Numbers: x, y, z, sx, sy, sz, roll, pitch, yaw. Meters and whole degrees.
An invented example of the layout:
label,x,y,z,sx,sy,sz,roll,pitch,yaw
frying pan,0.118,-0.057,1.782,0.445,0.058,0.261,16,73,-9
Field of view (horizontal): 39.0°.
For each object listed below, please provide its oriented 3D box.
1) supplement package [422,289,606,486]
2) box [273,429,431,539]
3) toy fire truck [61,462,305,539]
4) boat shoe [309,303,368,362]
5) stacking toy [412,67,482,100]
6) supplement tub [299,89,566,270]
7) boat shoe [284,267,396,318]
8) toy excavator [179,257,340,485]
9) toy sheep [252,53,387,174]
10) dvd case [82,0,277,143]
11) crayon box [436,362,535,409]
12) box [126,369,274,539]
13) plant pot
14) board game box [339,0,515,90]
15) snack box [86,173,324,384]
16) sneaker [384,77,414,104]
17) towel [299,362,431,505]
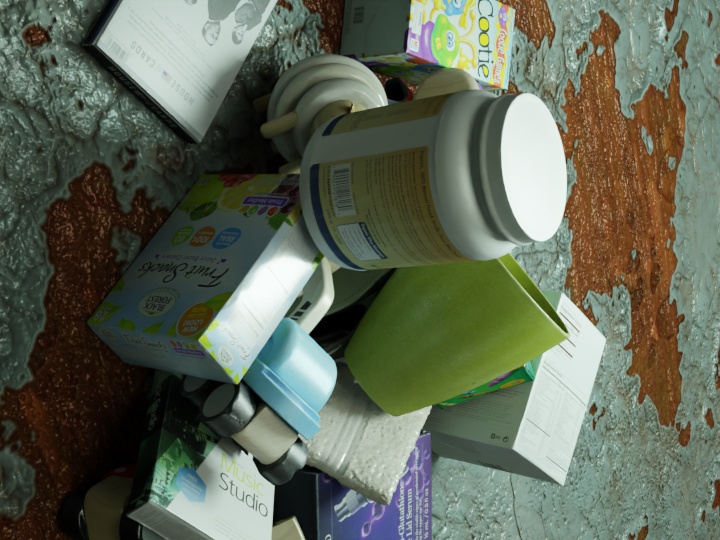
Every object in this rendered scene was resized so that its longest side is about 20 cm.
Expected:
label,x,y,z,sx,sy,sz,roll,pitch,yaw
supplement package,0.174,0.138,1.281,0.147,0.191,0.200,39,66,-45
box,-0.018,0.263,1.142,0.200,0.104,0.148,-11,102,-48
toy fire truck,-0.161,0.262,0.981,0.200,0.128,0.177,-26,112,-57
boat shoe,-0.056,0.080,1.105,0.200,0.067,0.057,-18,124,-54
stacking toy,0.143,-0.173,1.220,0.200,0.085,0.086,16,81,-57
supplement tub,0.063,-0.077,0.880,0.144,0.200,0.145,8,80,-54
boat shoe,0.000,0.000,1.130,0.201,0.072,0.061,-34,158,-6
toy excavator,-0.068,0.072,0.953,0.200,0.194,0.100,-45,119,-8
toy sheep,-0.037,-0.160,1.045,0.137,0.200,0.138,-6,120,-10
dvd case,-0.166,-0.248,0.986,0.150,0.025,0.200,44,62,-42
crayon box,0.121,0.050,1.201,0.058,0.118,0.200,46,28,-59
box,-0.140,0.176,0.950,0.144,0.036,0.200,42,26,-29
plant pot,0.087,0.059,1.084,0.200,0.187,0.187,-41,134,11
board game box,0.083,-0.282,1.205,0.200,0.103,0.105,6,90,-48
snack box,-0.131,0.000,0.940,0.068,0.168,0.200,54,55,-36
sneaker,-0.002,-0.158,1.152,0.200,0.075,0.085,-41,113,-43
towel,0.001,0.162,1.104,0.035,0.132,0.200,-64,177,29
